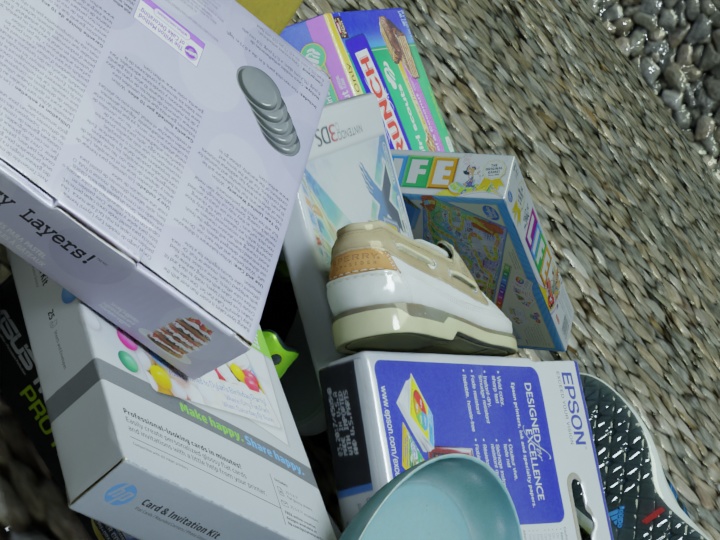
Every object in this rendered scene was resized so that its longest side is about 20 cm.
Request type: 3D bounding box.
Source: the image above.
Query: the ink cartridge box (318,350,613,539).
[{"bbox_3d":[0.068,0.147,1.204,0.200,0.047,0.198,7,69,-50],"label":"ink cartridge box"}]

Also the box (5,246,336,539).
[{"bbox_3d":[-0.094,0.053,1.034,0.156,0.041,0.200,33,24,-43],"label":"box"}]

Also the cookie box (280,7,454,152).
[{"bbox_3d":[0.002,-0.105,1.595,0.171,0.075,0.200,70,19,-2],"label":"cookie box"}]

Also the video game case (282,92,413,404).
[{"bbox_3d":[0.000,0.000,1.264,0.182,0.022,0.200,-29,105,-70],"label":"video game case"}]

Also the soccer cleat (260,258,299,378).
[{"bbox_3d":[-0.071,0.010,1.248,0.068,0.081,0.200,40,21,-31],"label":"soccer cleat"}]

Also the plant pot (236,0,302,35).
[{"bbox_3d":[-0.139,-0.196,1.179,0.194,0.200,0.196,61,-7,32],"label":"plant pot"}]

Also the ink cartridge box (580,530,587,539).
[{"bbox_3d":[0.097,0.177,1.331,0.200,0.083,0.145,52,18,1],"label":"ink cartridge box"}]

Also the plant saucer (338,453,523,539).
[{"bbox_3d":[0.023,0.187,1.047,0.200,0.027,0.201,-19,113,-54],"label":"plant saucer"}]

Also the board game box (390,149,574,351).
[{"bbox_3d":[0.058,-0.012,1.432,0.200,0.134,0.034,63,37,-55],"label":"board game box"}]

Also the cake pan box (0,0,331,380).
[{"bbox_3d":[-0.114,-0.076,1.002,0.200,0.052,0.184,37,43,-26],"label":"cake pan box"}]

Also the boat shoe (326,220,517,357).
[{"bbox_3d":[0.038,0.016,1.217,0.200,0.075,0.069,24,56,-69],"label":"boat shoe"}]

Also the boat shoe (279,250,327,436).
[{"bbox_3d":[-0.024,0.038,1.328,0.091,0.071,0.200,39,22,-38],"label":"boat shoe"}]

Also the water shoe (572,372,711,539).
[{"bbox_3d":[0.166,0.157,1.326,0.200,0.071,0.079,59,-9,28],"label":"water shoe"}]

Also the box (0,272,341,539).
[{"bbox_3d":[-0.097,0.092,1.085,0.200,0.044,0.160,56,20,15],"label":"box"}]
